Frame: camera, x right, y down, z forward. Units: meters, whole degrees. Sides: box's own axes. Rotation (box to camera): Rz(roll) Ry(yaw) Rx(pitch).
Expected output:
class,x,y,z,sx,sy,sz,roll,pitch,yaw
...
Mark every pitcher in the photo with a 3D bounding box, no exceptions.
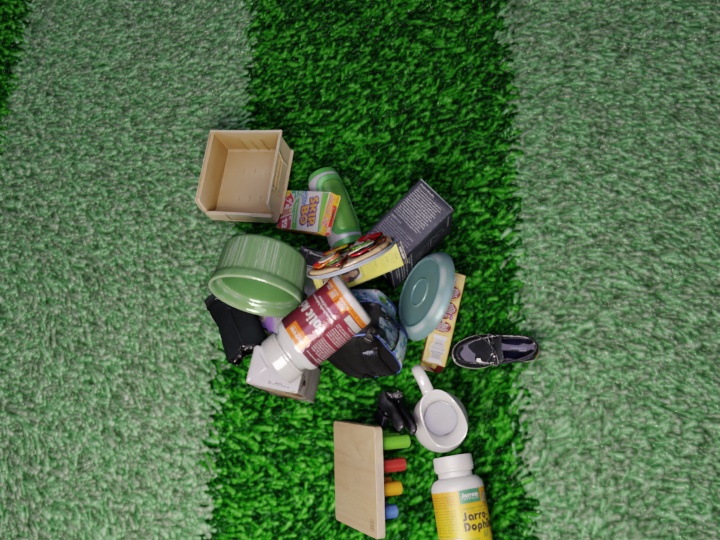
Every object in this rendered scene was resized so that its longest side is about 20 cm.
class,x,y,z,sx,sy,sz,roll,pitch,yaw
pitcher,0.154,0.284,1.310,0.119,0.201,0.175,-24,72,-1

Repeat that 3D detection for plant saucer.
class,x,y,z,sx,sy,sz,roll,pitch,yaw
plant saucer,0.136,0.051,1.391,0.027,0.199,0.206,21,75,-23

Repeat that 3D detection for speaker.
class,x,y,z,sx,sy,sz,roll,pitch,yaw
speaker,-0.060,-0.142,1.520,0.086,0.089,0.204,-21,72,0

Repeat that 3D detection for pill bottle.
class,x,y,z,sx,sy,sz,roll,pitch,yaw
pill bottle,-0.087,0.114,1.220,0.199,0.114,0.115,-40,73,-1
pill bottle,0.204,0.483,1.292,0.109,0.113,0.206,-9,72,4

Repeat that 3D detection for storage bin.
class,x,y,z,sx,sy,sz,roll,pitch,yaw
storage bin,-0.281,-0.228,1.550,0.194,0.094,0.204,4,74,17

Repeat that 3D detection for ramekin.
class,x,y,z,sx,sy,sz,roll,pitch,yaw
ramekin,-0.200,0.010,1.287,0.194,0.201,0.100,8,65,9

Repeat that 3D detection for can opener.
class,x,y,z,sx,sy,sz,roll,pitch,yaw
can opener,0.080,0.301,1.324,0.062,0.200,0.081,8,90,-14

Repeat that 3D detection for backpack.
class,x,y,z,sx,sy,sz,roll,pitch,yaw
backpack,0.008,0.137,1.366,0.179,0.201,0.150,-7,52,30

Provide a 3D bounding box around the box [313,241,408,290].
class,x,y,z,sx,sy,sz,roll,pitch,yaw
box,0.000,0.000,1.317,0.195,0.075,0.051,-23,90,1

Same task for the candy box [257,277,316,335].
class,x,y,z,sx,sy,sz,roll,pitch,yaw
candy box,-0.156,0.077,1.474,0.195,0.072,0.171,21,77,13

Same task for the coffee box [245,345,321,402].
class,x,y,z,sx,sy,sz,roll,pitch,yaw
coffee box,-0.159,0.225,1.363,0.111,0.200,0.082,11,74,8

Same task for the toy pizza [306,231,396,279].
class,x,y,z,sx,sy,sz,roll,pitch,yaw
toy pizza,-0.021,-0.036,1.284,0.195,0.200,0.032,-22,101,0

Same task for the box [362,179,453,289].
class,x,y,z,sx,sy,sz,roll,pitch,yaw
box,0.107,-0.079,1.449,0.200,0.149,0.107,-44,74,-7

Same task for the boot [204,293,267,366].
class,x,y,z,sx,sy,sz,roll,pitch,yaw
boot,-0.234,0.093,1.401,0.197,0.077,0.170,-32,70,1

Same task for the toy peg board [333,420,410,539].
class,x,y,z,sx,sy,sz,roll,pitch,yaw
toy peg board,0.028,0.416,1.304,0.095,0.199,0.206,2,81,-26

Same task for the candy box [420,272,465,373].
class,x,y,z,sx,sy,sz,roll,pitch,yaw
candy box,0.180,0.115,1.399,0.055,0.117,0.205,13,76,5

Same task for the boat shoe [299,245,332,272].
class,x,y,z,sx,sy,sz,roll,pitch,yaw
boat shoe,-0.056,-0.020,1.443,0.195,0.073,0.070,9,100,-28

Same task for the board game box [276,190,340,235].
class,x,y,z,sx,sy,sz,roll,pitch,yaw
board game box,-0.124,-0.136,1.491,0.197,0.030,0.098,10,82,47

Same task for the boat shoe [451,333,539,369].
class,x,y,z,sx,sy,sz,roll,pitch,yaw
boat shoe,0.297,0.174,1.399,0.194,0.062,0.077,-4,75,7
